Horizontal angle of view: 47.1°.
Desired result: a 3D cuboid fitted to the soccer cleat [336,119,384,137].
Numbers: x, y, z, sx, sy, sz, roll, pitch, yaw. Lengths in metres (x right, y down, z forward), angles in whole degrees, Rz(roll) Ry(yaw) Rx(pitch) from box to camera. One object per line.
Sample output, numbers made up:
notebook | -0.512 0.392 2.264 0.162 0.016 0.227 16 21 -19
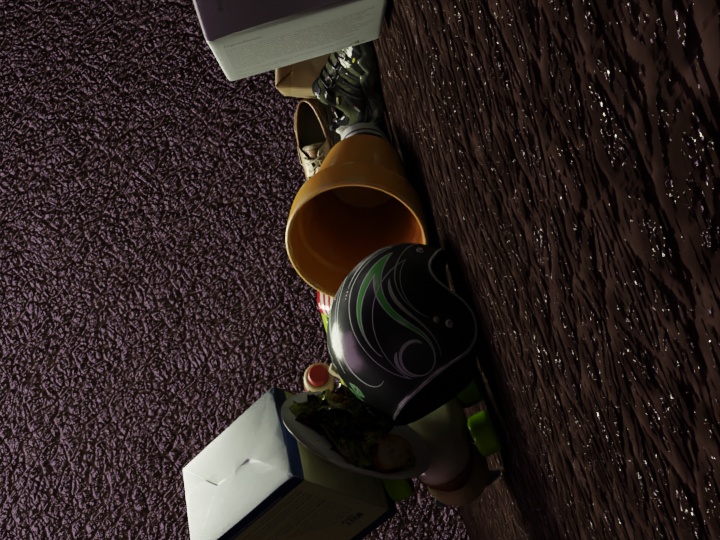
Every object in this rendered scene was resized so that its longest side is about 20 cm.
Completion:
soccer cleat | 0.003 -0.187 1.403 0.070 0.086 0.202 43 161 36

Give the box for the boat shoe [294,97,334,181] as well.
boat shoe | -0.073 -0.190 1.381 0.072 0.074 0.205 4 -111 -72

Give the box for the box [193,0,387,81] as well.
box | -0.088 -0.339 0.877 0.171 0.195 0.204 171 82 -87

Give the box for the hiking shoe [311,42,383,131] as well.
hiking shoe | -0.027 -0.289 1.220 0.202 0.098 0.077 73 178 -45

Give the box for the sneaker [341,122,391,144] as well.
sneaker | 0.028 -0.152 1.330 0.201 0.077 0.081 54 -161 -56

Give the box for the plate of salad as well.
plate of salad | -0.002 0.190 1.017 0.201 0.195 0.049 -109 37 -72

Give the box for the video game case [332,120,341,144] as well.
video game case | 0.004 -0.167 1.487 0.180 0.023 0.205 -2 -109 -58

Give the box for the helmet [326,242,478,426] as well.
helmet | 0.052 0.069 1.029 0.192 0.198 0.201 53 172 23

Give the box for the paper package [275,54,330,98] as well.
paper package | -0.085 -0.384 1.355 0.200 0.100 0.196 -108 20 -79

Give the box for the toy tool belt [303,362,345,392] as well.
toy tool belt | 0.010 0.126 1.179 0.124 0.194 0.128 85 177 -60

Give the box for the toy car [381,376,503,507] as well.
toy car | 0.125 0.260 1.152 0.201 0.162 0.160 56 -169 -43

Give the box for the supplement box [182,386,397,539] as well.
supplement box | -0.095 0.291 1.097 0.198 0.199 0.136 29 -151 -39

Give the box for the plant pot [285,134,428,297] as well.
plant pot | 0.001 -0.092 1.184 0.185 0.195 0.203 -83 -19 -50

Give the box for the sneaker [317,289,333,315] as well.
sneaker | 0.000 0.000 1.289 0.200 0.113 0.080 -46 -47 -43

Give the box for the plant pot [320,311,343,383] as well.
plant pot | 0.055 0.117 1.350 0.181 0.194 0.205 -141 33 -76
